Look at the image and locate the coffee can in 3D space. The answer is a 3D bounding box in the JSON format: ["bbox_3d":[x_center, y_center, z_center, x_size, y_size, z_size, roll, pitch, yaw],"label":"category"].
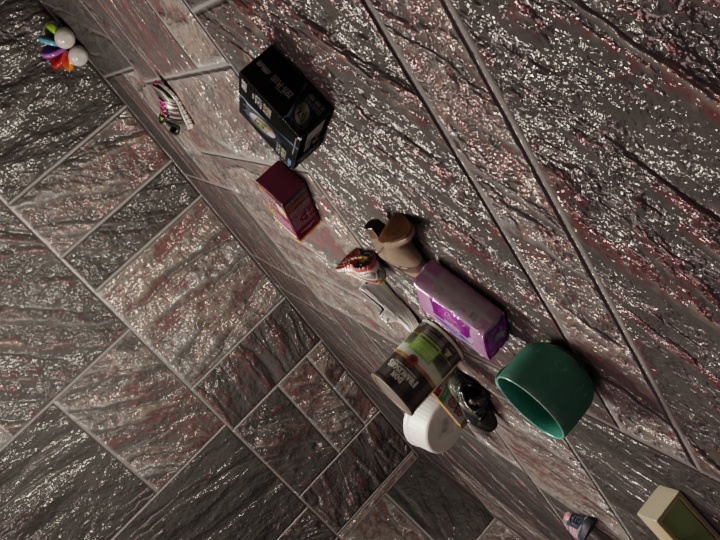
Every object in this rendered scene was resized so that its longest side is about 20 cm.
[{"bbox_3d":[0.146,0.246,1.784,0.146,0.200,0.147,42,167,13],"label":"coffee can"}]

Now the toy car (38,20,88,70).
[{"bbox_3d":[-1.226,-0.905,2.844,0.174,0.150,0.201,34,163,35],"label":"toy car"}]

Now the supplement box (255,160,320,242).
[{"bbox_3d":[-0.187,-0.179,1.832,0.110,0.086,0.201,41,166,25],"label":"supplement box"}]

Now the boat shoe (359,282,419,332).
[{"bbox_3d":[0.076,0.101,1.866,0.200,0.068,0.072,49,167,-9],"label":"boat shoe"}]

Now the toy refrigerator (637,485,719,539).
[{"bbox_3d":[0.624,0.507,1.309,0.200,0.076,0.070,48,167,-3],"label":"toy refrigerator"}]

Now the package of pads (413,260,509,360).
[{"bbox_3d":[0.198,0.077,1.385,0.199,0.076,0.121,38,166,33],"label":"package of pads"}]

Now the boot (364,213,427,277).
[{"bbox_3d":[0.092,-0.042,1.416,0.146,0.070,0.200,45,170,-25],"label":"boot"}]

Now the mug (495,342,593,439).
[{"bbox_3d":[0.324,0.194,1.244,0.185,0.114,0.153,38,165,35],"label":"mug"}]

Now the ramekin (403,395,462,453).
[{"bbox_3d":[0.239,0.476,2.206,0.097,0.201,0.201,19,151,48],"label":"ramekin"}]

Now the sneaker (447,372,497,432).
[{"bbox_3d":[0.319,0.372,1.887,0.201,0.076,0.114,56,171,-16],"label":"sneaker"}]

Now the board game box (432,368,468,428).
[{"bbox_3d":[0.260,0.341,1.937,0.201,0.095,0.030,51,169,-19],"label":"board game box"}]

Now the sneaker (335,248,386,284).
[{"bbox_3d":[0.000,0.000,1.790,0.082,0.078,0.200,49,167,-21],"label":"sneaker"}]

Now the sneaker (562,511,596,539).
[{"bbox_3d":[0.620,0.727,2.000,0.082,0.070,0.201,37,163,23],"label":"sneaker"}]

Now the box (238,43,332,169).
[{"bbox_3d":[-0.147,-0.303,1.327,0.164,0.086,0.200,47,167,-1],"label":"box"}]

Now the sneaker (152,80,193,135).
[{"bbox_3d":[-0.607,-0.504,2.204,0.074,0.087,0.201,36,163,36],"label":"sneaker"}]
